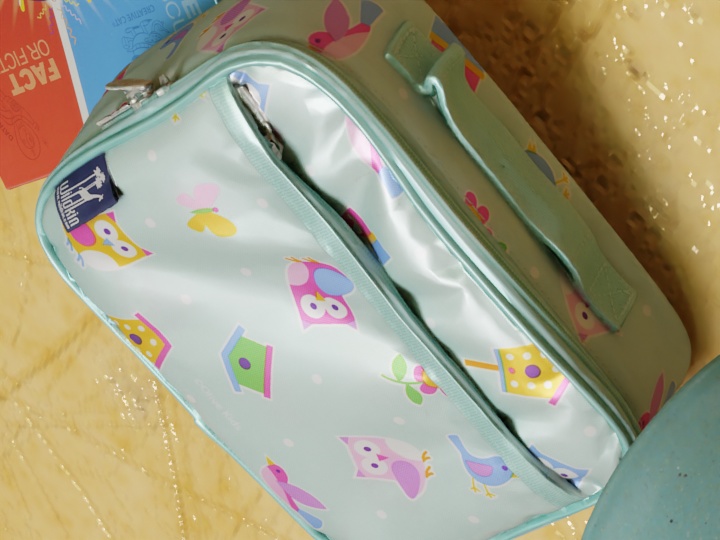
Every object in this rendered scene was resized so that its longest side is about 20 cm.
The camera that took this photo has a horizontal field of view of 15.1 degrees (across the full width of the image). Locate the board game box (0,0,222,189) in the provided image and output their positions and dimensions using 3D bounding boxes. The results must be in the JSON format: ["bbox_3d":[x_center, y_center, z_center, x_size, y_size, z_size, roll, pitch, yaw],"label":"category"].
[{"bbox_3d":[-0.109,-0.139,0.948,0.153,0.040,0.201,-15,103,47],"label":"board game box"}]

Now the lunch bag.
[{"bbox_3d":[0.000,0.000,0.869,0.200,0.077,0.160,48,139,-15],"label":"lunch bag"}]

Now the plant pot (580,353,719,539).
[{"bbox_3d":[0.164,0.113,0.742,0.188,0.199,0.201,43,138,38],"label":"plant pot"}]
